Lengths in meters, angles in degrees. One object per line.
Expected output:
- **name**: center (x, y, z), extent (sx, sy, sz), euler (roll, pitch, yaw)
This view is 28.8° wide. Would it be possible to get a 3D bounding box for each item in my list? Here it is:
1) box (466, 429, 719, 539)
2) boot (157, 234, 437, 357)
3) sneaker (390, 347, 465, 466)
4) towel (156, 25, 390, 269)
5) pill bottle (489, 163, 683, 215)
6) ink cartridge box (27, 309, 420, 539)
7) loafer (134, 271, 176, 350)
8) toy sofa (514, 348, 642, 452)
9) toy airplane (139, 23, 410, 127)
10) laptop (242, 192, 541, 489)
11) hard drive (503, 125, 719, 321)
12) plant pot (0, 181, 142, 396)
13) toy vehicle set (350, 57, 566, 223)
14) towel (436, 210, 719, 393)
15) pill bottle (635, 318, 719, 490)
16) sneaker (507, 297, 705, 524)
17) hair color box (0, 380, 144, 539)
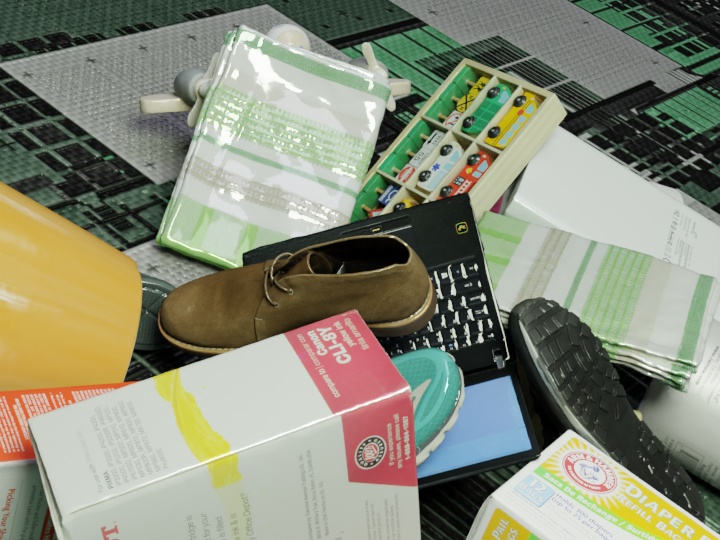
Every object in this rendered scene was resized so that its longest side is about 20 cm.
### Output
- **box**: center (0.168, 0.212, 0.886), extent (0.199, 0.102, 0.112), euler (34, 34, 22)
- **boot**: center (-0.051, 0.010, 0.959), extent (0.197, 0.076, 0.074), euler (-8, 59, 11)
- **sneaker**: center (-0.027, 0.099, 0.888), extent (0.198, 0.080, 0.078), euler (-21, 53, -2)
- **towel**: center (-0.069, -0.092, 1.156), extent (0.147, 0.031, 0.202), euler (18, 73, -1)
- **pill bottle**: center (0.187, -0.052, 1.287), extent (0.197, 0.114, 0.114), euler (13, 32, -11)
- **ink cartridge box**: center (-0.072, 0.126, 0.785), extent (0.198, 0.147, 0.084), euler (-18, 41, -17)
- **loafer**: center (-0.225, 0.012, 1.018), extent (0.198, 0.073, 0.063), euler (16, 11, -19)
- **toy sofa**: center (0.167, 0.060, 1.122), extent (0.082, 0.098, 0.201), euler (14, 31, -9)
- **toy airplane**: center (-0.072, -0.163, 1.280), extent (0.197, 0.143, 0.200), euler (20, 37, 18)
- **laptop**: center (0.014, 0.053, 0.965), extent (0.175, 0.103, 0.203), euler (-14, 79, 3)
- **hard drive**: center (0.224, -0.038, 1.190), extent (0.199, 0.026, 0.132), euler (31, 41, -2)
- **plant pot**: center (-0.241, 0.026, 0.866), extent (0.181, 0.201, 0.201), euler (18, 30, -24)
- **toy vehicle set**: center (0.071, -0.085, 1.198), extent (0.124, 0.201, 0.027), euler (30, -13, 48)
- **towel**: center (0.167, 0.020, 1.065), extent (0.198, 0.031, 0.149), euler (17, 31, 14)
- **pill bottle**: center (0.320, 0.129, 1.087), extent (0.199, 0.115, 0.114), euler (31, 33, 16)
- **sneaker**: center (0.148, 0.119, 0.981), extent (0.075, 0.087, 0.201), euler (-27, 83, -50)
- **hair color box**: center (-0.200, 0.126, 0.811), extent (0.198, 0.102, 0.061), euler (-1, 37, -32)
